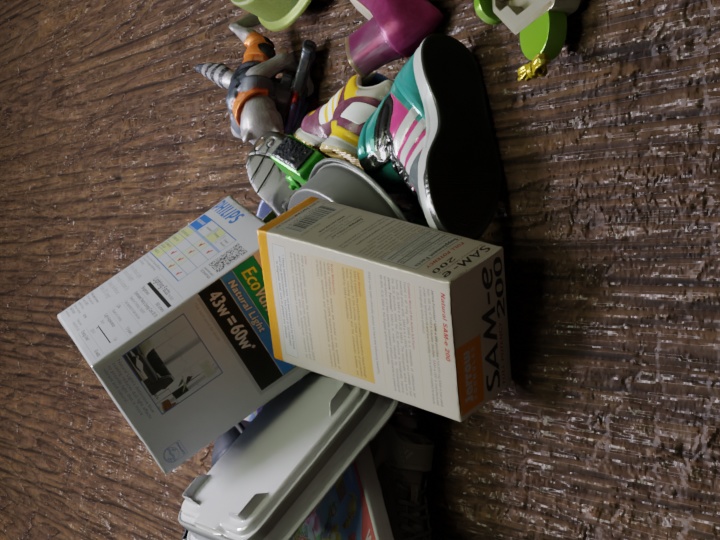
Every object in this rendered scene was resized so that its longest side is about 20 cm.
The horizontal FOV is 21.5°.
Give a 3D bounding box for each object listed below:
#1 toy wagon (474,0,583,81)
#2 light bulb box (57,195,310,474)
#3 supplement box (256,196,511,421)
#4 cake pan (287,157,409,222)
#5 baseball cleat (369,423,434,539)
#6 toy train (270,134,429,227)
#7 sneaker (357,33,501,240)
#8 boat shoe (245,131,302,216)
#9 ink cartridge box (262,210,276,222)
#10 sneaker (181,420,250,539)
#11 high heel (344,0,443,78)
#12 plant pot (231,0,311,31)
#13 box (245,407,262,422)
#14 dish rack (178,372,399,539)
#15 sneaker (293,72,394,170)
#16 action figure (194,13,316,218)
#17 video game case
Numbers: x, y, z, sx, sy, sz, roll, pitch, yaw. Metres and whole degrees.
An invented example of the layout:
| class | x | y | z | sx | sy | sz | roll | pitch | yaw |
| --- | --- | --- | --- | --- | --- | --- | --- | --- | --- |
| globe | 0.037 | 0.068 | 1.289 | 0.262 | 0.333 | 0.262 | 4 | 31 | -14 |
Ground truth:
| class | x | y | z | sx | sy | sz | roll | pitch | yaw |
| --- | --- | --- | --- | --- | --- | --- | --- | --- | --- |
| toy wagon | 0.137 | -0.242 | 1.468 | 0.155 | 0.039 | 0.201 | 148 | 121 | -63 |
| light bulb box | -0.145 | 0.052 | 1.706 | 0.125 | 0.200 | 0.198 | 58 | 172 | -20 |
| supplement box | 0.019 | 0.028 | 1.525 | 0.200 | 0.073 | 0.126 | 17 | 125 | 36 |
| cake pan | 0.000 | 0.000 | 1.649 | 0.200 | 0.037 | 0.201 | 45 | 152 | 32 |
| baseball cleat | 0.034 | 0.206 | 1.622 | 0.107 | 0.070 | 0.200 | -56 | 44 | 29 |
| toy train | -0.009 | -0.068 | 1.697 | 0.042 | 0.056 | 0.200 | -49 | 46 | -9 |
| sneaker | 0.051 | -0.086 | 1.590 | 0.121 | 0.083 | 0.200 | -48 | 36 | 49 |
| boat shoe | -0.033 | -0.048 | 1.805 | 0.076 | 0.074 | 0.200 | -38 | 68 | 26 |
| ink cartridge box | -0.118 | 0.047 | 1.929 | 0.200 | 0.076 | 0.148 | -51 | -13 | -31 |
| sneaker | -0.122 | 0.224 | 1.720 | 0.078 | 0.079 | 0.200 | 121 | 145 | -48 |
| high heel | 0.027 | -0.265 | 1.731 | 0.096 | 0.067 | 0.200 | -30 | 36 | 23 |
| plant pot | -0.145 | -0.361 | 1.912 | 0.200 | 0.190 | 0.201 | -35 | 49 | 54 |
| box | -0.054 | 0.163 | 1.788 | 0.200 | 0.102 | 0.095 | -109 | 31 | -43 |
| dish rack | -0.071 | 0.158 | 1.625 | 0.200 | 0.044 | 0.172 | -51 | 24 | -18 |
| sneaker | -0.001 | -0.138 | 1.757 | 0.090 | 0.075 | 0.200 | -58 | 17 | -1 |
| action figure | -0.116 | -0.161 | 1.977 | 0.194 | 0.104 | 0.201 | -118 | 40 | -67 |
| video game case | -0.027 | 0.254 | 1.636 | 0.200 | 0.017 | 0.143 | -61 | 31 | 36 |
